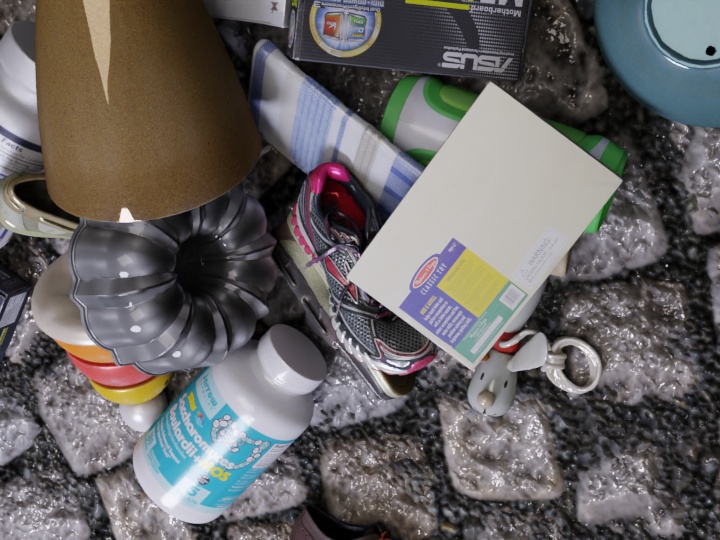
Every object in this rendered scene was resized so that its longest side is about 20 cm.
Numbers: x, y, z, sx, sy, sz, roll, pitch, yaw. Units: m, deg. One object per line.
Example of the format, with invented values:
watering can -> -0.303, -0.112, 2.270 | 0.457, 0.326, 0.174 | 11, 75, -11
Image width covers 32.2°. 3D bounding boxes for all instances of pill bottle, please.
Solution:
pill bottle -> -0.120, 0.142, 1.192 | 0.111, 0.111, 0.200 | 45, 112, 5
pill bottle -> -0.329, -0.123, 1.151 | 0.116, 0.116, 0.200 | 43, 111, 6

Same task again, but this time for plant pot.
plant pot -> -0.188, -0.174, 1.015 | 0.186, 0.187, 0.201 | 5, 126, 19
plant pot -> 0.270, -0.204, 0.961 | 0.199, 0.135, 0.201 | 5, 104, 19

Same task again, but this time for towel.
towel -> -0.019, -0.110, 1.098 | 0.200, 0.147, 0.024 | 39, 69, 9

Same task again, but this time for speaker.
speaker -> 0.120, -0.100, 1.062 | 0.199, 0.088, 0.089 | 22, 108, 14

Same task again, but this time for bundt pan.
bundt pan -> -0.151, -0.005, 1.097 | 0.076, 0.201, 0.203 | 1, 104, 46

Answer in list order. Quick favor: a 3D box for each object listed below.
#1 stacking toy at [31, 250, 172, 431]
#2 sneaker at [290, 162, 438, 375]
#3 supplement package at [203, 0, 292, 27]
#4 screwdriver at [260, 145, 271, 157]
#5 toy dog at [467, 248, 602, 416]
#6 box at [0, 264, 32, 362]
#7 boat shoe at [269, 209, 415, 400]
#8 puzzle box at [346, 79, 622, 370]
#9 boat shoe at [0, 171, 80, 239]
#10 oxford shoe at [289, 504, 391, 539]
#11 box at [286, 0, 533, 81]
stacking toy -> -0.225, 0.078, 1.217 | 0.146, 0.146, 0.201 | 8, 133, 18
sneaker -> 0.000, 0.000, 1.077 | 0.200, 0.080, 0.075 | 58, 159, 16
supplement package -> -0.131, -0.303, 1.095 | 0.199, 0.111, 0.156 | 10, 106, 17
screwdriver -> -0.160, -0.064, 1.199 | 0.200, 0.029, 0.028 | -34, 89, 29
toy dog -> 0.128, 0.035, 1.086 | 0.131, 0.096, 0.201 | -8, 99, 22
box -> -0.454, 0.060, 1.326 | 0.157, 0.051, 0.200 | 33, 111, 11
boat shoe -> -0.020, 0.035, 1.157 | 0.066, 0.072, 0.201 | -34, 82, 32
puzzle box -> 0.097, -0.035, 1.008 | 0.133, 0.025, 0.200 | 37, 104, -2
boat shoe -> -0.226, -0.058, 1.123 | 0.063, 0.200, 0.074 | -12, 73, 60
oxford shoe -> 0.019, 0.290, 1.199 | 0.199, 0.071, 0.073 | 20, 103, 15
box -> 0.046, -0.246, 1.030 | 0.199, 0.044, 0.161 | 4, 105, -13
